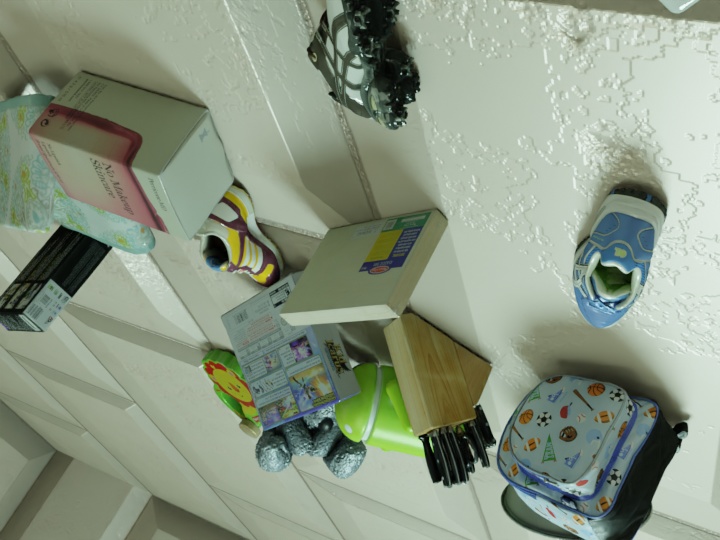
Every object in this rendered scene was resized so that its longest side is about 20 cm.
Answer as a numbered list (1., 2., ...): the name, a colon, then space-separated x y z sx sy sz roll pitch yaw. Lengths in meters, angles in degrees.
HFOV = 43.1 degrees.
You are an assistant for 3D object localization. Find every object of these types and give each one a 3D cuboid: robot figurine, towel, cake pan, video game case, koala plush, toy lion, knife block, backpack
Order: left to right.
1. towel: -0.441 -0.140 1.198 0.048 0.173 0.199 -4 -173 -32
2. towel: -0.410 -0.109 1.341 0.198 0.048 0.172 16 150 25
3. toy lion: -0.229 0.229 1.741 0.192 0.069 0.200 43 152 -8
4. video game case: -0.103 0.115 1.285 0.199 0.045 0.183 -28 81 48
5. koala plush: -0.067 0.199 1.429 0.175 0.185 0.201 7 142 -13
6. robot figurine: 0.053 0.200 1.309 0.198 0.117 0.176 14 160 -6
7. knife block: 0.092 0.179 1.198 0.199 0.176 0.064 34 151 -6
8. backpack: 0.259 0.220 1.102 0.190 0.200 0.154 3 137 54
9. cake pan: 0.286 0.293 1.213 0.199 0.199 0.037 7 108 38

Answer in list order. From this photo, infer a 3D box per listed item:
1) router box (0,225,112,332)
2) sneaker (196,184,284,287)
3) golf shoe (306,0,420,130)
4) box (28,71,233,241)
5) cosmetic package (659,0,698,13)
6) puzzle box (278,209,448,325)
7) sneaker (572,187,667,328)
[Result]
1. router box: -0.493 0.006 1.466 0.148 0.201 0.051 -2 137 48
2. sneaker: -0.168 -0.024 1.208 0.074 0.091 0.201 14 149 29
3. golf shoe: -0.014 -0.201 0.773 0.094 0.078 0.201 17 149 25
4. box: -0.274 -0.138 1.103 0.198 0.109 0.128 19 150 22
5. cosmetic package: 0.154 -0.265 0.397 0.199 0.167 0.167 38 152 -14
6. puzzle box: 0.000 0.000 1.036 0.025 0.134 0.199 44 150 -27
7. sneaker: 0.234 0.006 0.873 0.075 0.077 0.201 19 152 17
